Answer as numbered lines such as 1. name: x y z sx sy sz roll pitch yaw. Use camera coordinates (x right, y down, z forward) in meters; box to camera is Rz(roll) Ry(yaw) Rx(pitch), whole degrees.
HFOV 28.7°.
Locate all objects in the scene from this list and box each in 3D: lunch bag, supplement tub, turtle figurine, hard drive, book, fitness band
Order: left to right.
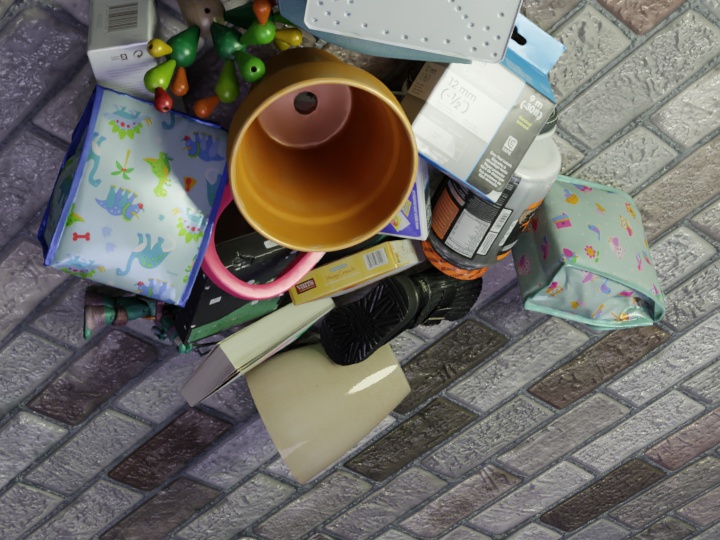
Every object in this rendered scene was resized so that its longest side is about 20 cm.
1. lunch bag: -0.244 -0.086 1.541 0.169 0.127 0.201 16 105 -23
2. turtle figurine: -0.268 0.061 1.875 0.198 0.102 0.150 3 178 -10
3. hard drive: -0.150 0.015 1.745 0.139 0.038 0.200 -20 158 -25
4. book: -0.138 0.101 1.877 0.200 0.048 0.134 -33 174 -43
5. fitness band: -0.107 -0.056 1.647 0.144 0.200 0.037 46 157 -12
6. supplement tub: 0.157 -0.089 1.754 0.122 0.123 0.201 10 136 -19
7. lunch bag: 0.298 -0.021 1.818 0.199 0.171 0.122 14 138 -28

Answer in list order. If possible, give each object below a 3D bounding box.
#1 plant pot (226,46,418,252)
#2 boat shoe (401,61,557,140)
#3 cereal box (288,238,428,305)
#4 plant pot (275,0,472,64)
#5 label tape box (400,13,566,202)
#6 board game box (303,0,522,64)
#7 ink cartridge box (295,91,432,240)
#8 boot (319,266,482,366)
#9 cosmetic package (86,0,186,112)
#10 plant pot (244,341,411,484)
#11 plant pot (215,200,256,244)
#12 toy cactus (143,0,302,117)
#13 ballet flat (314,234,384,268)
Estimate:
1. plant pot: -0.052 -0.152 1.527 0.198 0.184 0.202 -5 122 -8
2. boat shoe: 0.150 -0.206 1.659 0.198 0.076 0.060 8 142 -19
3. cereal box: 0.000 0.000 1.804 0.143 0.040 0.200 -21 177 15
4. plant pot: 0.010 -0.336 1.409 0.198 0.197 0.197 -3 139 1
5. label tape box: 0.141 -0.200 1.590 0.143 0.066 0.201 30 95 -25
6. board game box: 0.059 -0.291 1.300 0.198 0.026 0.201 10 138 -4
7. ink cartridge box: -0.016 -0.133 1.704 0.198 0.044 0.199 7 135 15
8. boot: 0.057 0.057 1.910 0.157 0.080 0.211 -15 168 -45
9. cosmetic package: -0.246 -0.205 1.573 0.071 0.102 0.201 -8 138 2
10. plant pot: -0.036 0.173 1.995 0.199 0.188 0.188 -28 137 0
11. plant pot: -0.226 -0.077 1.726 0.199 0.093 0.202 -4 138 -4
12. toy cactus: -0.154 -0.254 1.483 0.199 0.165 0.102 -34 143 -6
13. ballet flat: -0.057 -0.040 1.816 0.199 0.073 0.073 -24 136 20
